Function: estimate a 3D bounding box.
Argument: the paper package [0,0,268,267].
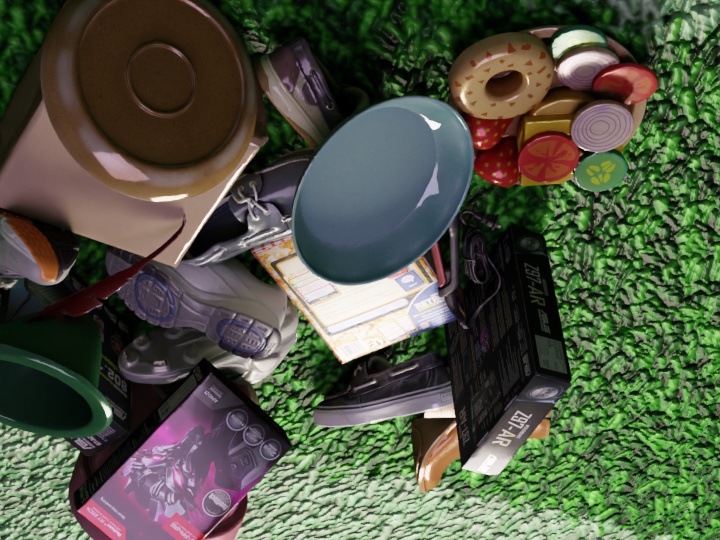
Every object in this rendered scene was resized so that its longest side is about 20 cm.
[{"bbox_3d":[-0.215,-0.120,1.446,0.198,0.104,0.191,20,131,-24],"label":"paper package"}]

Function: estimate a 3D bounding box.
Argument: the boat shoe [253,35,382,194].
[{"bbox_3d":[-0.018,-0.140,1.463,0.064,0.074,0.200,-32,136,18],"label":"boat shoe"}]

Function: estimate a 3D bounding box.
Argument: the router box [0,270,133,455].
[{"bbox_3d":[-0.312,0.070,1.599,0.062,0.151,0.200,-25,133,20],"label":"router box"}]

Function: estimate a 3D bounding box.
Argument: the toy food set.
[{"bbox_3d":[0.178,-0.150,1.488,0.195,0.049,0.201,-4,136,-1],"label":"toy food set"}]

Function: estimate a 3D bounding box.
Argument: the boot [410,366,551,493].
[{"bbox_3d":[0.139,0.186,1.817,0.153,0.074,0.201,0,137,-8],"label":"boot"}]

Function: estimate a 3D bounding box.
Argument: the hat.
[{"bbox_3d":[-0.278,0.043,1.480,0.197,0.178,0.166,13,150,4],"label":"hat"}]

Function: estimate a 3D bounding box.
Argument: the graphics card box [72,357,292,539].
[{"bbox_3d":[-0.181,0.204,1.615,0.200,0.051,0.125,-45,111,1],"label":"graphics card box"}]

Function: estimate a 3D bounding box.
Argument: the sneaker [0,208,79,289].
[{"bbox_3d":[-0.326,-0.011,1.476,0.075,0.200,0.093,17,99,-35],"label":"sneaker"}]

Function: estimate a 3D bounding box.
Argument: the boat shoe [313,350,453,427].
[{"bbox_3d":[0.025,0.129,1.750,0.198,0.072,0.072,-16,175,38],"label":"boat shoe"}]

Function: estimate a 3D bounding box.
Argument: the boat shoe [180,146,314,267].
[{"bbox_3d":[-0.104,-0.056,1.531,0.199,0.062,0.073,-26,89,27],"label":"boat shoe"}]

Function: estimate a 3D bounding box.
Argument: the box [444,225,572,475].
[{"bbox_3d":[0.145,0.081,1.615,0.043,0.202,0.161,15,133,-19],"label":"box"}]

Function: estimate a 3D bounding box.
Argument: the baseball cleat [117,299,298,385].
[{"bbox_3d":[-0.155,0.095,1.668,0.198,0.070,0.107,-16,140,-14],"label":"baseball cleat"}]

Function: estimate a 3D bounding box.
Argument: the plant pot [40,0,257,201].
[{"bbox_3d":[-0.172,-0.160,1.346,0.198,0.202,0.027,21,161,-25],"label":"plant pot"}]

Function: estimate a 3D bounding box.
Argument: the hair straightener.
[{"bbox_3d":[0.102,-0.032,1.567,0.076,0.041,0.202,-5,116,13],"label":"hair straightener"}]

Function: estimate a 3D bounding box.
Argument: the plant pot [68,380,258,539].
[{"bbox_3d":[-0.199,0.195,1.725,0.198,0.201,0.180,15,118,-20],"label":"plant pot"}]

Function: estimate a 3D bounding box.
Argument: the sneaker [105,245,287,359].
[{"bbox_3d":[-0.166,0.018,1.617,0.198,0.088,0.075,26,134,-4],"label":"sneaker"}]

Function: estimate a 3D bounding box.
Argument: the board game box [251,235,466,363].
[{"bbox_3d":[0.000,0.000,1.629,0.150,0.047,0.200,-21,134,17],"label":"board game box"}]

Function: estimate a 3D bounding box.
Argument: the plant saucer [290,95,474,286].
[{"bbox_3d":[0.014,-0.079,1.464,0.198,0.036,0.202,-21,134,-24],"label":"plant saucer"}]
